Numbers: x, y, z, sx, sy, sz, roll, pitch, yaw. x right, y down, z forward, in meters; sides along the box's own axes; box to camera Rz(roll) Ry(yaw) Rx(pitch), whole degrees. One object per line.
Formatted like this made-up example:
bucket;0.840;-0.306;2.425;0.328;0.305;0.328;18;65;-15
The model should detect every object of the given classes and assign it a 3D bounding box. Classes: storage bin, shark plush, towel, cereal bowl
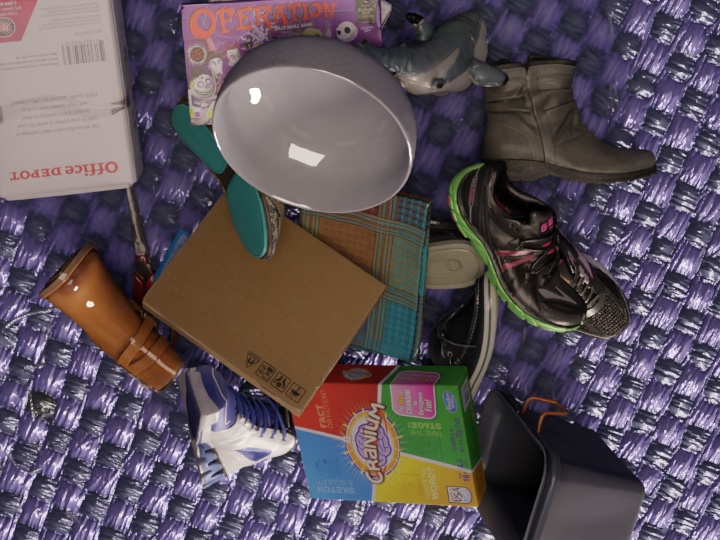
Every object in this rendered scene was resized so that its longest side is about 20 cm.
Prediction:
storage bin;0.213;0.217;1.483;0.132;0.200;0.148;12;104;-17
shark plush;0.057;-0.218;1.379;0.198;0.090;0.085;-9;94;-35
towel;0.000;0.000;1.449;0.145;0.022;0.202;13;124;13
cereal bowl;-0.038;-0.149;1.304;0.197;0.084;0.201;10;145;7

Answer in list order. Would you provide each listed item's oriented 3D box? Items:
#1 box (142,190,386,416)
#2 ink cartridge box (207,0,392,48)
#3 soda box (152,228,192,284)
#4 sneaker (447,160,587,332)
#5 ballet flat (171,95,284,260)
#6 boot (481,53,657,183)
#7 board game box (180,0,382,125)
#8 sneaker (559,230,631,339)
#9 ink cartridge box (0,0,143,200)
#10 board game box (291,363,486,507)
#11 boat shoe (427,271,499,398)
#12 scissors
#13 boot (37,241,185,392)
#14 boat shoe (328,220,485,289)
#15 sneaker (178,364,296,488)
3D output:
box;-0.097;0.026;1.405;0.199;0.021;0.164;34;70;7
ink cartridge box;-0.057;-0.247;1.406;0.198;0.076;0.138;29;103;-8
soda box;-0.117;0.036;1.449;0.198;0.068;0.065;27;71;4
sneaker;0.167;-0.023;1.385;0.083;0.077;0.201;-31;101;37
ballet flat;-0.118;-0.103;1.412;0.201;0.075;0.068;57;136;19
boot;0.220;-0.160;1.449;0.197;0.068;0.133;1;98;-4
board game box;-0.075;-0.209;1.365;0.197;0.032;0.122;-4;102;0
sneaker;0.211;0.006;1.475;0.199;0.086;0.081;40;100;-11
ink cartridge box;-0.308;-0.184;1.408;0.144;0.083;0.203;-6;104;-1
board game box;0.028;0.177;1.484;0.197;0.040;0.155;-1;116;22
boat shoe;0.105;0.079;1.465;0.061;0.075;0.201;12;135;-4
scissors;-0.228;0.000;1.496;0.072;0.014;0.203;7;103;-1
boot;-0.244;0.054;1.402;0.074;0.200;0.155;-44;87;-6
boat shoe;0.038;-0.022;1.478;0.197;0.068;0.073;2;125;11
sneaker;-0.129;0.156;1.477;0.114;0.200;0.081;-16;60;-12
